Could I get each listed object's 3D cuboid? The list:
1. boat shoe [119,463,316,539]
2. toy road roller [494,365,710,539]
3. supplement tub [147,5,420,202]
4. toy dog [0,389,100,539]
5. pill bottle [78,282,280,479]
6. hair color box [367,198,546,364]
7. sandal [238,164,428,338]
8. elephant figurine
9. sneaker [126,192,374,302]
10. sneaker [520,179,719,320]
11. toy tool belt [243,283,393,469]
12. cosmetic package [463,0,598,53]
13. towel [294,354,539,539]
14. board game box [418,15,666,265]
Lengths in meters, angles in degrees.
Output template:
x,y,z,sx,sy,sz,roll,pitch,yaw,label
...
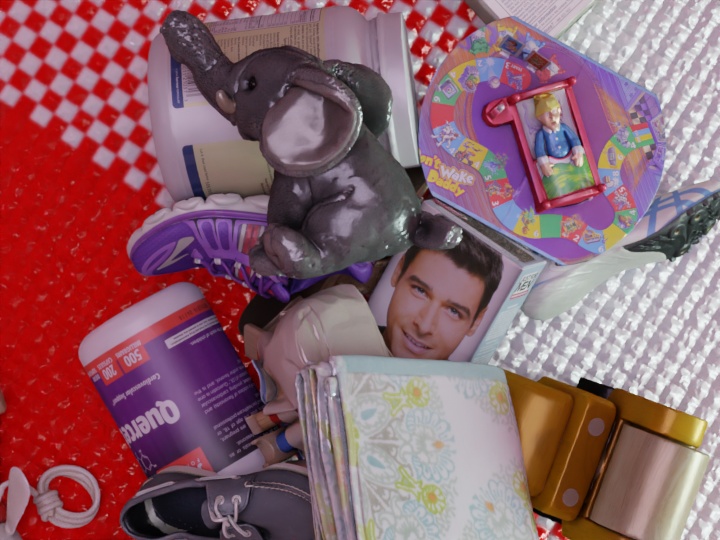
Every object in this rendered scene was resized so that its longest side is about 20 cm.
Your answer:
x,y,z,sx,sy,sz,roll,pitch,yaw,label
-0.095,0.184,1.605,0.199,0.062,0.073,1,106,38,boat shoe
0.163,0.143,1.674,0.145,0.200,0.124,20,89,-21,toy road roller
-0.058,-0.130,1.703,0.199,0.145,0.146,-6,88,5,supplement tub
-0.311,0.162,1.730,0.132,0.096,0.200,-42,88,0,toy dog
-0.132,0.118,1.720,0.112,0.112,0.201,-30,88,0,pill bottle
0.051,0.053,1.706,0.099,0.061,0.201,34,107,17,hair color box
-0.001,-0.003,1.756,0.212,0.078,0.070,-43,120,7,sandal
-0.038,-0.103,1.573,0.154,0.141,0.201,-15,102,-22,elephant figurine
-0.084,-0.014,1.682,0.199,0.081,0.084,-5,72,7,sneaker
0.206,-0.030,1.743,0.199,0.072,0.073,-25,63,-6,sneaker
-0.023,0.120,1.661,0.124,0.123,0.201,-17,83,-42,toy tool belt
0.105,-0.272,1.746,0.103,0.073,0.200,-42,88,-1,cosmetic package
0.044,0.149,1.579,0.199,0.048,0.172,6,68,-39,towel
0.144,-0.102,1.680,0.199,0.039,0.159,28,82,-4,board game box
